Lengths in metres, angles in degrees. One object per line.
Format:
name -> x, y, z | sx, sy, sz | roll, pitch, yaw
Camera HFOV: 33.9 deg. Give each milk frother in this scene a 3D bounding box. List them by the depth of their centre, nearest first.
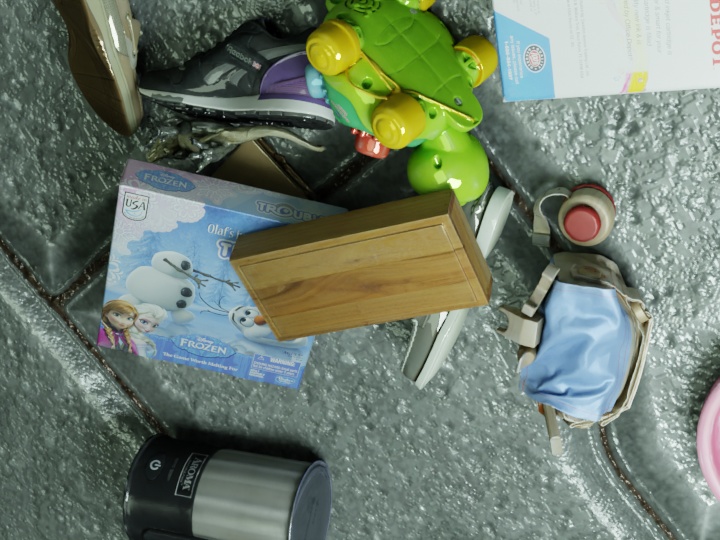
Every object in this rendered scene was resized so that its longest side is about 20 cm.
milk frother -> -0.130, 0.283, 1.227 | 0.186, 0.182, 0.200 | 7, 159, 19

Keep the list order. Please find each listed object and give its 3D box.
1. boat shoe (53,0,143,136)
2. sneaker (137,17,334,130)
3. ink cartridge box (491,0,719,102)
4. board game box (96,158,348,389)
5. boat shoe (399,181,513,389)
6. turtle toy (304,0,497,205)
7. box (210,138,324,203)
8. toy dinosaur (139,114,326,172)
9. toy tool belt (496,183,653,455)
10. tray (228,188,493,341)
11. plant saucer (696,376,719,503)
boat shoe -> -0.224, -0.212, 1.056 | 0.072, 0.065, 0.201 | 25, 143, 33
sneaker -> -0.103, -0.177, 1.038 | 0.198, 0.076, 0.089 | 8, 88, 26
ink cartridge box -> 0.205, -0.206, 0.853 | 0.198, 0.125, 0.130 | 0, 114, 22
board game box -> -0.129, 0.009, 1.071 | 0.198, 0.044, 0.200 | 12, 130, -7
boat shoe -> 0.072, 0.009, 1.041 | 0.060, 0.072, 0.203 | 25, 114, 11
turtle toy -> 0.036, -0.140, 0.953 | 0.200, 0.146, 0.101 | 50, 143, 0
box -> -0.106, -0.010, 1.130 | 0.164, 0.021, 0.200 | 46, 120, -4
toy dinosaur -> -0.134, -0.114, 1.037 | 0.198, 0.088, 0.048 | 6, 101, 36
toy tool belt -> 0.178, 0.042, 0.980 | 0.124, 0.123, 0.202 | 8, 116, 18
tray -> 0.000, 0.000, 0.984 | 0.198, 0.037, 0.099 | -11, 128, 24
plant saucer -> 0.385, 0.140, 0.985 | 0.198, 0.051, 0.203 | 9, 117, 17
